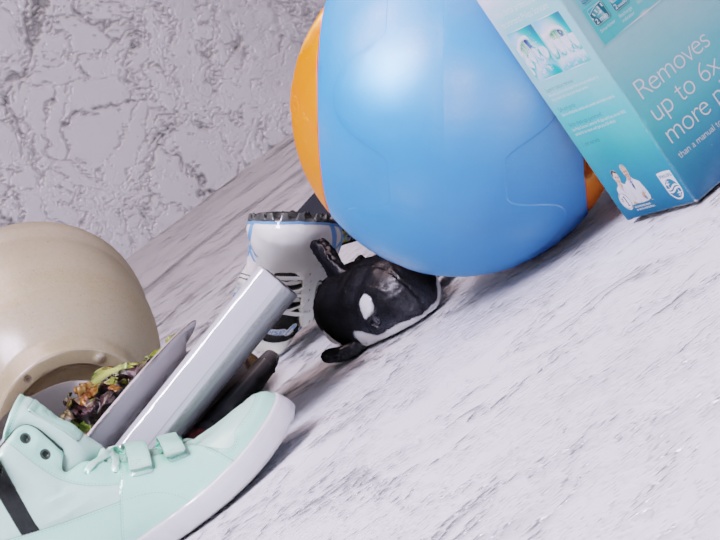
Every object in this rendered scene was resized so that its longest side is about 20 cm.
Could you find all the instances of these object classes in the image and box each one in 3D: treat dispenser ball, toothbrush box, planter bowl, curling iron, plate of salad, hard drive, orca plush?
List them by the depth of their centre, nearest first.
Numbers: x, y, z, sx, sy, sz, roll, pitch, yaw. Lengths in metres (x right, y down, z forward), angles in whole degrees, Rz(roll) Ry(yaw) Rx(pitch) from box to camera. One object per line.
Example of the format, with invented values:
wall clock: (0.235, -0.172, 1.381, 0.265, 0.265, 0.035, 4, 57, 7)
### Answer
toothbrush box: (0.158, -0.153, 1.332, 0.146, 0.201, 0.085, -38, 7, -21)
treat dispenser ball: (0.058, -0.097, 1.438, 0.200, 0.202, 0.201, -35, 7, 5)
hard drive: (-0.113, 0.084, 1.522, 0.200, 0.026, 0.132, -51, -2, -1)
curling iron: (-0.095, 0.107, 1.544, 0.050, 0.026, 0.200, -39, 5, 36)
plate of salad: (-0.175, 0.104, 1.553, 0.200, 0.048, 0.200, -51, -2, -3)
orca plush: (0.000, 0.000, 1.605, 0.105, 0.071, 0.200, -36, 7, 2)
planter bowl: (-0.231, 0.083, 1.797, 0.200, 0.201, 0.135, -36, 34, -4)

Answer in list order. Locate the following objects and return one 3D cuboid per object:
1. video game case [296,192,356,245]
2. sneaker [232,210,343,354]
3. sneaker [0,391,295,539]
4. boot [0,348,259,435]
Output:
video game case: (0.043, -0.090, 1.833, 0.200, 0.026, 0.180, -45, -14, 29)
sneaker: (-0.051, 0.007, 1.700, 0.071, 0.073, 0.200, 2, -18, -5)
sneaker: (-0.140, 0.104, 1.412, 0.200, 0.119, 0.074, -36, 6, -11)
boot: (-0.158, 0.101, 1.700, 0.198, 0.074, 0.075, -18, -1, 13)
